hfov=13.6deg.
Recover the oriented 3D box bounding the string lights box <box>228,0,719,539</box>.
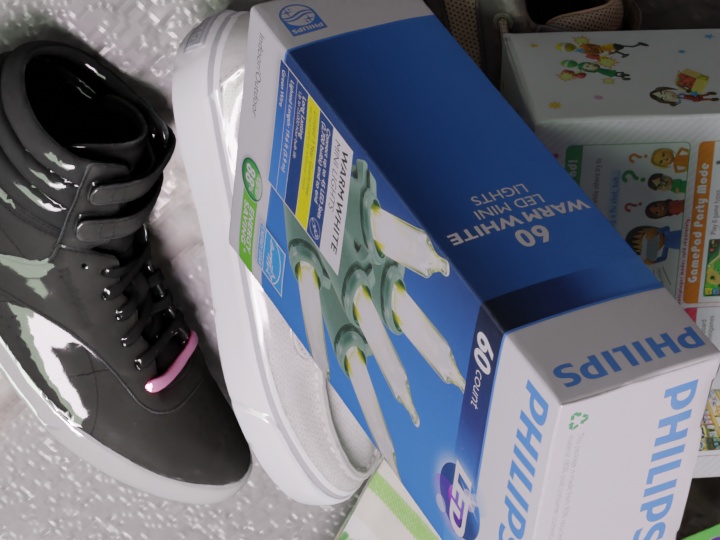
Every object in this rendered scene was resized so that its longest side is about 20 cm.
[{"bbox_3d":[0.030,0.007,0.941,0.059,0.200,0.103,-15,135,-24],"label":"string lights box"}]

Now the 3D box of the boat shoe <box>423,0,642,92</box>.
[{"bbox_3d":[0.056,-0.072,1.027,0.073,0.075,0.201,-13,119,25],"label":"boat shoe"}]

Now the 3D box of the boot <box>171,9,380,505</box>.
[{"bbox_3d":[0.000,0.000,1.092,0.095,0.074,0.201,0,122,26],"label":"boot"}]

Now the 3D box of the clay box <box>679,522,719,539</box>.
[{"bbox_3d":[0.165,0.124,1.089,0.114,0.048,0.200,19,145,-36],"label":"clay box"}]

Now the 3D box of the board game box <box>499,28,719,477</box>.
[{"bbox_3d":[0.145,-0.006,1.008,0.199,0.064,0.148,-2,124,-8],"label":"board game box"}]

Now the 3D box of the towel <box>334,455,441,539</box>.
[{"bbox_3d":[0.025,0.161,1.141,0.023,0.153,0.201,7,119,-41],"label":"towel"}]

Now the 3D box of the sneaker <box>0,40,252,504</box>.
[{"bbox_3d":[-0.092,0.000,1.125,0.099,0.071,0.200,-33,104,38],"label":"sneaker"}]
